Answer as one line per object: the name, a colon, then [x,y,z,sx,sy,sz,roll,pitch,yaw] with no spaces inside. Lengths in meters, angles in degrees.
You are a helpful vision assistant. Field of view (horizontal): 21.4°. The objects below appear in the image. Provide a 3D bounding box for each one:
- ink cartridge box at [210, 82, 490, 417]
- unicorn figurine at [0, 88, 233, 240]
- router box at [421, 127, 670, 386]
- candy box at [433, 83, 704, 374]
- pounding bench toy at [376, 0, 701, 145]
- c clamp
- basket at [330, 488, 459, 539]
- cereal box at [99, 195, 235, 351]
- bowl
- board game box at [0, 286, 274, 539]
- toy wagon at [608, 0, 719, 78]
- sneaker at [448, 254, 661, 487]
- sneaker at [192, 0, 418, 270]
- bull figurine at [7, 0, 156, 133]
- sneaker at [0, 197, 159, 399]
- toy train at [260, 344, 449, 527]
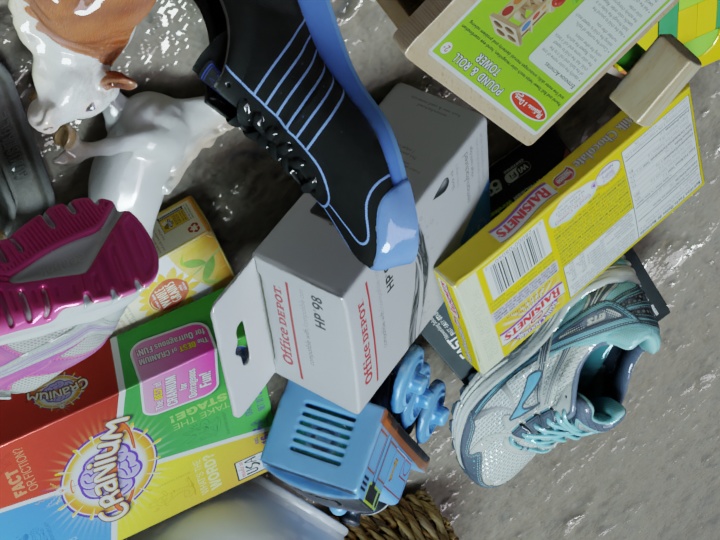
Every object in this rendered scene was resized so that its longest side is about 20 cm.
ink cartridge box: [0.000,0.000,1.132,0.200,0.066,0.116,-52,153,-29]
unicorn figurine: [-0.125,-0.056,1.054,0.137,0.074,0.200,2,133,-49]
router box: [0.113,0.010,1.303,0.149,0.062,0.200,-35,143,5]
candy box: [0.135,-0.029,1.192,0.200,0.026,0.102,-40,147,-13]
pounding bench toy: [0.083,-0.166,1.009,0.124,0.156,0.200,-45,142,14]
c clamp: [-0.247,-0.030,1.025,0.170,0.027,0.201,-22,141,-17]
basket: [-0.002,0.291,1.464,0.148,0.143,0.201,-9,137,-29]
cereal box: [-0.163,0.053,1.168,0.199,0.040,0.144,-29,143,-6]
bowl: [-0.071,0.191,1.295,0.091,0.200,0.201,-60,143,-9]
board game box: [-0.152,0.107,1.170,0.199,0.040,0.153,-25,144,-12]
toy wagon: [0.194,-0.199,1.151,0.154,0.040,0.201,-24,142,-13]
sneaker: [0.130,0.084,1.273,0.077,0.087,0.201,3,131,-36]
sneaker: [-0.038,-0.085,0.997,0.077,0.201,0.070,-21,172,-18]
bull figurine: [-0.130,-0.159,0.934,0.121,0.065,0.200,14,122,-48]
sneaker: [-0.201,0.031,0.964,0.199,0.082,0.088,-10,146,-23]
toy train: [-0.001,0.105,1.255,0.200,0.086,0.115,58,53,-72]
